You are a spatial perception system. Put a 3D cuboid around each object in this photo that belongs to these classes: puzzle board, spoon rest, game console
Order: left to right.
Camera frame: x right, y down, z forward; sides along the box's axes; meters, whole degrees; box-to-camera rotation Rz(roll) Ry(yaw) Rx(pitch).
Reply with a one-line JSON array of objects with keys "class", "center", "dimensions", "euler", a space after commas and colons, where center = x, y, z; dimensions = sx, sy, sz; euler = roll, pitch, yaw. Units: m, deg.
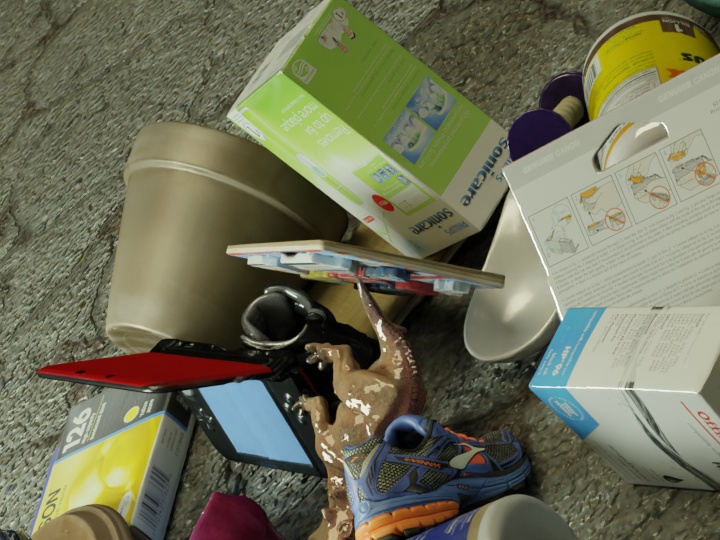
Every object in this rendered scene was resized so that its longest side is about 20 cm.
[{"class": "game console", "center": [-0.127, 0.117, 1.811], "dimensions": [0.119, 0.173, 0.199], "euler": [-41, 24, -26]}, {"class": "puzzle board", "center": [0.000, 0.000, 1.768], "dimensions": [0.200, 0.150, 0.018], "euler": [177, 102, -67]}, {"class": "puzzle board", "center": [0.042, -0.026, 1.952], "dimensions": [0.200, 0.017, 0.150], "euler": [-52, 27, -10]}, {"class": "spoon rest", "center": [0.129, -0.012, 1.766], "dimensions": [0.099, 0.061, 0.201], "euler": [-21, 37, 40]}]

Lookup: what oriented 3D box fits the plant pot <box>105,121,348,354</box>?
[{"class": "plant pot", "center": [-0.131, -0.003, 1.990], "dimensions": [0.199, 0.200, 0.175], "euler": [-4, 59, 52]}]

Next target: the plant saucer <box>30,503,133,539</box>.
[{"class": "plant saucer", "center": [-0.248, 0.282, 1.881], "dimensions": [0.200, 0.029, 0.201], "euler": [-32, 45, 40]}]

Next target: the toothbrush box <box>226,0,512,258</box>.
[{"class": "toothbrush box", "center": [0.012, -0.109, 1.834], "dimensions": [0.086, 0.200, 0.146], "euler": [-57, 12, -20]}]

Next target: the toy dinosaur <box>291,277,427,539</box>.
[{"class": "toy dinosaur", "center": [0.012, 0.114, 1.692], "dimensions": [0.136, 0.085, 0.201], "euler": [-131, 52, -59]}]

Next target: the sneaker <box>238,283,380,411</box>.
[{"class": "sneaker", "center": [-0.067, 0.068, 1.874], "dimensions": [0.199, 0.114, 0.076], "euler": [-14, 41, 46]}]

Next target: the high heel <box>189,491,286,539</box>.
[{"class": "high heel", "center": [-0.143, 0.219, 1.804], "dimensions": [0.199, 0.096, 0.068], "euler": [-16, 41, 44]}]

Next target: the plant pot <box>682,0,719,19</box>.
[{"class": "plant pot", "center": [0.294, -0.278, 1.751], "dimensions": [0.200, 0.200, 0.161], "euler": [-41, 42, 11]}]

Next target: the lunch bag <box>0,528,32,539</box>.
[{"class": "lunch bag", "center": [-0.221, 0.301, 1.698], "dimensions": [0.139, 0.200, 0.168], "euler": [-34, 31, 22]}]

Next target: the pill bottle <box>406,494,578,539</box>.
[{"class": "pill bottle", "center": [0.045, 0.233, 1.501], "dimensions": [0.199, 0.120, 0.120], "euler": [-28, 33, 32]}]

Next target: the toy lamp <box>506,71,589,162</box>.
[{"class": "toy lamp", "center": [0.156, -0.118, 1.800], "dimensions": [0.058, 0.058, 0.200], "euler": [-37, 2, 18]}]

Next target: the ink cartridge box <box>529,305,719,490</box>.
[{"class": "ink cartridge box", "center": [0.217, 0.082, 1.463], "dimensions": [0.199, 0.116, 0.068], "euler": [-3, 51, 54]}]

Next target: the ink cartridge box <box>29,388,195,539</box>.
[{"class": "ink cartridge box", "center": [-0.234, 0.186, 2.030], "dimensions": [0.199, 0.047, 0.198], "euler": [-25, 36, 31]}]

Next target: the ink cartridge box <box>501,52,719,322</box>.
[{"class": "ink cartridge box", "center": [0.213, -0.029, 1.576], "dimensions": [0.199, 0.045, 0.177], "euler": [-27, 78, 32]}]

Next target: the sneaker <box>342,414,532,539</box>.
[{"class": "sneaker", "center": [0.054, 0.132, 1.593], "dimensions": [0.075, 0.079, 0.200], "euler": [-25, -5, 28]}]

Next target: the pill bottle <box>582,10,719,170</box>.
[{"class": "pill bottle", "center": [0.225, -0.097, 1.689], "dimensions": [0.109, 0.109, 0.201], "euler": [-35, 30, 20]}]
